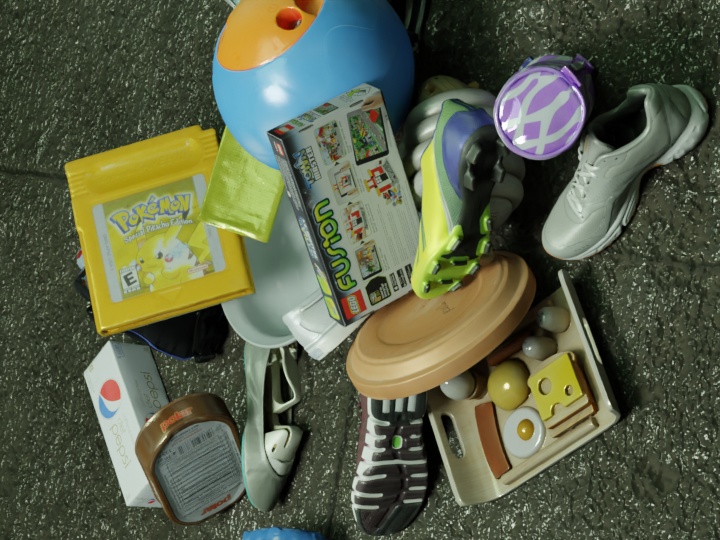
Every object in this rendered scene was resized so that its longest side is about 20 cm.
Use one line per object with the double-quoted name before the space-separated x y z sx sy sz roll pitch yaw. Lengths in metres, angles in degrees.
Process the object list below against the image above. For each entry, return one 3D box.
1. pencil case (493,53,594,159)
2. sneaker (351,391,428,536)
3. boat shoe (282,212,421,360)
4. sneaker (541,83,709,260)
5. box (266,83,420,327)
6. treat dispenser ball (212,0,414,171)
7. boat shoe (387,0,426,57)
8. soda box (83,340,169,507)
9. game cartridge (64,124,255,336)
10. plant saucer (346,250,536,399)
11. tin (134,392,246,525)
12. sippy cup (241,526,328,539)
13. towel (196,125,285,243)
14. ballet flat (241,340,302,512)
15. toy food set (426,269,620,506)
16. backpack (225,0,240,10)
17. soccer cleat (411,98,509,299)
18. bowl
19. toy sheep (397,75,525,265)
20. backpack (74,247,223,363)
"pencil case" 0.169 -0.149 1.342 0.085 0.200 0.084 -39 94 17
"sneaker" 0.027 0.158 1.520 0.116 0.075 0.202 -109 24 -61
"boat shoe" 0.000 0.000 1.504 0.200 0.069 0.072 -47 4 -18
"sneaker" 0.214 -0.094 1.347 0.201 0.091 0.076 -53 49 26
"box" -0.005 -0.060 1.408 0.035 0.109 0.202 32 144 57
"treat dispenser ball" -0.046 -0.193 1.481 0.200 0.200 0.203 -11 74 45
"boat shoe" 0.031 -0.245 1.589 0.062 0.072 0.202 3 80 50
"soda box" -0.270 0.185 1.832 0.068 0.063 0.201 -47 51 30
"game cartridge" -0.218 -0.047 1.630 0.175 0.032 0.202 -16 73 2
"plant saucer" 0.071 0.044 1.423 0.199 0.032 0.201 -29 22 13
"tin" -0.180 0.210 1.649 0.111 0.201 0.042 -26 54 -11
"sippy cup" -0.081 0.338 1.561 0.176 0.140 0.132 1 68 8
"towel" -0.107 -0.137 1.595 0.085 0.018 0.202 18 90 15
"ballet flat" -0.093 0.160 1.648 0.063 0.067 0.202 -11 75 34
"toy food set" 0.143 0.111 1.406 0.200 0.060 0.145 -39 55 36
"backpack" -0.068 -0.308 1.662 0.201 0.166 0.127 62 142 26
"soccer cleat" 0.081 -0.064 1.369 0.084 0.064 0.201 50 140 38
"bowl" -0.060 -0.011 1.625 0.200 0.090 0.203 -12 73 44
"toy sheep" 0.097 -0.097 1.451 0.137 0.137 0.202 -32 67 38
"backpack" -0.216 -0.016 1.736 0.191 0.200 0.154 -50 53 7
